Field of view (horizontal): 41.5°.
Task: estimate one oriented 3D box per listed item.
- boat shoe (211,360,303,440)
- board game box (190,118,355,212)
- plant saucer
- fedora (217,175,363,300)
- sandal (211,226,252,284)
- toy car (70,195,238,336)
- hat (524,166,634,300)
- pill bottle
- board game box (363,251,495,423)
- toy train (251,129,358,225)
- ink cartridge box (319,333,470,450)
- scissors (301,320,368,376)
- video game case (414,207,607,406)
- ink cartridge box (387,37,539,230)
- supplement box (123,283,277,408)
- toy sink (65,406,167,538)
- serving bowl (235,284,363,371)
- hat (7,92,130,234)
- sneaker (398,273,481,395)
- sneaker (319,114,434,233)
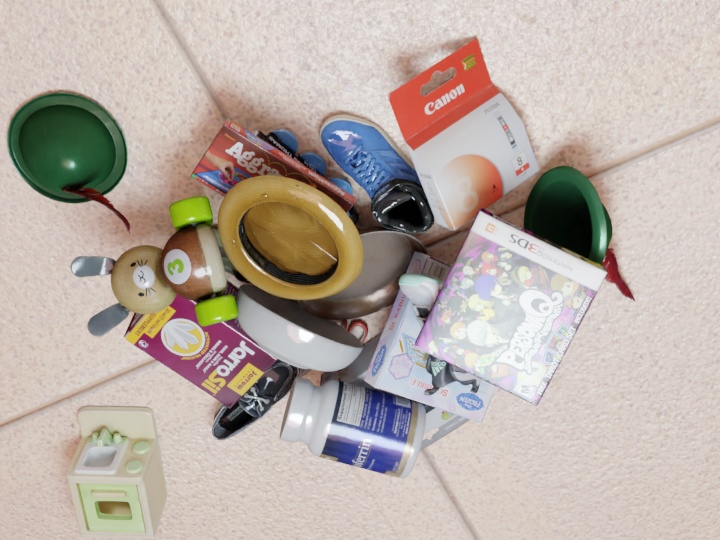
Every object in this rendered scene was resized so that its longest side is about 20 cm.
[{"bbox_3d":[-0.168,0.202,1.517,0.200,0.068,0.072,-39,103,23],"label":"boat shoe"},{"bbox_3d":[-0.117,-0.111,1.268,0.199,0.020,0.103,30,128,-15],"label":"board game box"},{"bbox_3d":[0.000,0.000,1.375,0.199,0.032,0.201,-13,144,-10],"label":"plant saucer"},{"bbox_3d":[-0.085,-0.054,1.244,0.199,0.082,0.202,8,128,10],"label":"fedora"},{"bbox_3d":[-0.158,-0.007,1.407,0.200,0.057,0.080,13,120,-4],"label":"sandal"},{"bbox_3d":[-0.281,0.009,1.275,0.199,0.158,0.165,-15,89,-9],"label":"toy car"},{"bbox_3d":[0.343,-0.060,1.329,0.175,0.167,0.200,-8,159,-25],"label":"hat"},{"bbox_3d":[-0.013,0.227,1.402,0.199,0.116,0.116,15,119,-4],"label":"pill bottle"},{"bbox_3d":[0.129,0.100,1.383,0.199,0.041,0.201,23,90,-27],"label":"board game box"},{"bbox_3d":[-0.097,-0.109,1.334,0.200,0.087,0.114,39,123,-22],"label":"toy train"},{"bbox_3d":[0.064,0.192,1.492,0.200,0.084,0.176,-35,113,21],"label":"ink cartridge box"},{"bbox_3d":[-0.062,0.145,1.513,0.073,0.014,0.200,29,116,-13],"label":"scissors"},{"bbox_3d":[0.191,0.048,1.225,0.180,0.036,0.201,26,103,3],"label":"video game case"},{"bbox_3d":[0.141,-0.179,1.253,0.162,0.050,0.201,-35,121,-19],"label":"ink cartridge box"},{"bbox_3d":[-0.234,0.092,1.441,0.200,0.103,0.131,36,115,-17],"label":"supplement box"},{"bbox_3d":[-0.409,0.341,1.588,0.129,0.112,0.201,1,120,2],"label":"toy sink"},{"bbox_3d":[-0.097,0.093,1.372,0.199,0.200,0.066,26,94,-11],"label":"serving bowl"},{"bbox_3d":[-0.410,-0.134,1.279,0.199,0.176,0.166,-14,118,11],"label":"hat"},{"bbox_3d":[0.110,0.102,1.297,0.200,0.078,0.140,34,75,-26],"label":"sneaker"},{"bbox_3d":[0.026,-0.127,1.297,0.200,0.111,0.077,40,114,-18],"label":"sneaker"}]
